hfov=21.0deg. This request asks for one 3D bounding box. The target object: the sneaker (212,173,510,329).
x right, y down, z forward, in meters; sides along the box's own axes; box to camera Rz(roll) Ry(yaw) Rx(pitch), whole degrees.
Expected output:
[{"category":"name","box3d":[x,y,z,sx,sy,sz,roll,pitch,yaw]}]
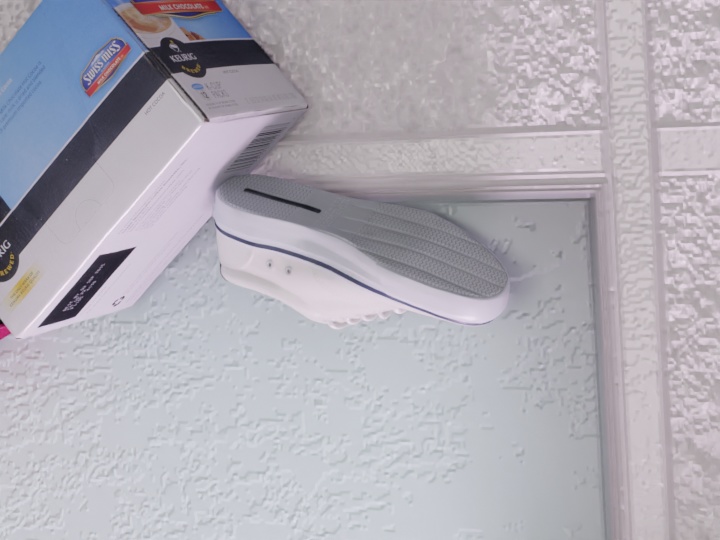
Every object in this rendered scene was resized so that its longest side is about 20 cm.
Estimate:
[{"category":"sneaker","box3d":[0.000,0.000,1.184,0.199,0.073,0.071,21,129,25]}]

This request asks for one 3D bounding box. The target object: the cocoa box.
[{"category":"cocoa box","box3d":[-0.160,-0.078,1.206,0.131,0.133,0.200,50,116,12]}]

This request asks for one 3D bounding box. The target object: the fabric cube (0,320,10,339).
[{"category":"fabric cube","box3d":[-0.368,-0.005,1.292,0.199,0.196,0.201,-27,87,30]}]
